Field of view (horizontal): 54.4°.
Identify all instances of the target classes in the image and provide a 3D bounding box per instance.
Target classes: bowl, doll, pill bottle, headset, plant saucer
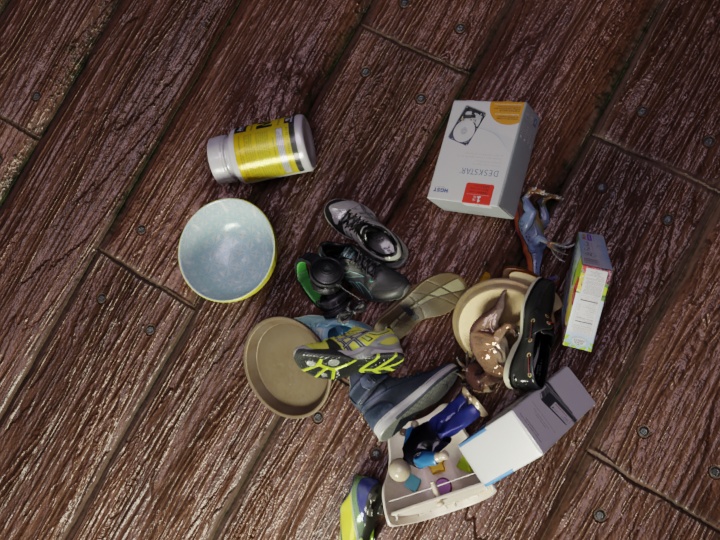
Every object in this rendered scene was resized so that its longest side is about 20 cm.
[{"bbox_3d":[-0.246,-0.032,1.382,0.198,0.108,0.202,-2,80,11],"label":"bowl"},{"bbox_3d":[0.127,0.292,1.217,0.200,0.136,0.049,-40,112,-3],"label":"doll"},{"bbox_3d":[-0.197,-0.238,1.404,0.198,0.114,0.116,-10,79,8],"label":"pill bottle"},{"bbox_3d":[-0.064,0.043,1.303,0.094,0.124,0.199,-36,37,-28],"label":"headset"},{"bbox_3d":[-0.136,0.182,1.331,0.198,0.029,0.202,6,103,26],"label":"plant saucer"}]

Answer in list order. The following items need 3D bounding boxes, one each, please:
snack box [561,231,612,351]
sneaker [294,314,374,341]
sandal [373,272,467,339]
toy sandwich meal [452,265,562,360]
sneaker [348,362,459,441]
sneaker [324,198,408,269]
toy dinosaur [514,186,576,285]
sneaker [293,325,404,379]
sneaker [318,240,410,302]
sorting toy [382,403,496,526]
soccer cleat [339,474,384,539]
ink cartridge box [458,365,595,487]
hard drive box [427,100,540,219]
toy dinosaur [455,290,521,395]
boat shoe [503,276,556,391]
[{"bbox_3d":[0.380,0.031,1.189,0.052,0.200,0.144,13,111,11],"label":"snack box"},{"bbox_3d":[-0.074,0.118,1.339,0.198,0.082,0.075,-4,79,10],"label":"sneaker"},{"bbox_3d":[0.108,0.062,1.329,0.199,0.054,0.080,-35,109,16],"label":"sandal"},{"bbox_3d":[0.265,0.085,1.279,0.203,0.070,0.207,6,115,14],"label":"toy sandwich meal"},{"bbox_3d":[0.071,0.201,1.302,0.201,0.077,0.146,-32,53,-19],"label":"sneaker"},{"bbox_3d":[0.009,-0.083,1.355,0.199,0.088,0.076,35,90,15],"label":"sneaker"},{"bbox_3d":[0.331,-0.057,1.318,0.199,0.104,0.183,18,95,47],"label":"toy dinosaur"},{"bbox_3d":[-0.024,0.144,1.259,0.198,0.076,0.077,1,49,-15],"label":"sneaker"},{"bbox_3d":[0.000,0.000,1.323,0.199,0.080,0.076,19,61,26],"label":"sneaker"},{"bbox_3d":[0.131,0.342,1.262,0.198,0.107,0.181,-22,64,12],"label":"sorting toy"},{"bbox_3d":[-0.013,0.476,1.290,0.083,0.064,0.202,18,88,42],"label":"soccer cleat"},{"bbox_3d":[0.280,0.258,1.171,0.085,0.199,0.145,55,132,14],"label":"ink cartridge box"},{"bbox_3d":[0.231,-0.210,1.314,0.155,0.077,0.202,10,82,36],"label":"hard drive box"},{"bbox_3d":[0.223,0.140,1.231,0.134,0.086,0.202,0,104,32],"label":"toy dinosaur"},{"bbox_3d":[0.296,0.104,1.158,0.063,0.074,0.203,-2,58,43],"label":"boat shoe"}]
